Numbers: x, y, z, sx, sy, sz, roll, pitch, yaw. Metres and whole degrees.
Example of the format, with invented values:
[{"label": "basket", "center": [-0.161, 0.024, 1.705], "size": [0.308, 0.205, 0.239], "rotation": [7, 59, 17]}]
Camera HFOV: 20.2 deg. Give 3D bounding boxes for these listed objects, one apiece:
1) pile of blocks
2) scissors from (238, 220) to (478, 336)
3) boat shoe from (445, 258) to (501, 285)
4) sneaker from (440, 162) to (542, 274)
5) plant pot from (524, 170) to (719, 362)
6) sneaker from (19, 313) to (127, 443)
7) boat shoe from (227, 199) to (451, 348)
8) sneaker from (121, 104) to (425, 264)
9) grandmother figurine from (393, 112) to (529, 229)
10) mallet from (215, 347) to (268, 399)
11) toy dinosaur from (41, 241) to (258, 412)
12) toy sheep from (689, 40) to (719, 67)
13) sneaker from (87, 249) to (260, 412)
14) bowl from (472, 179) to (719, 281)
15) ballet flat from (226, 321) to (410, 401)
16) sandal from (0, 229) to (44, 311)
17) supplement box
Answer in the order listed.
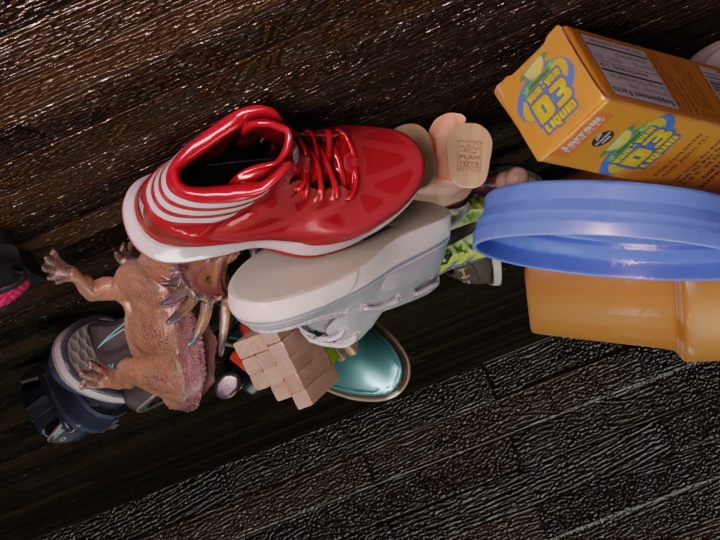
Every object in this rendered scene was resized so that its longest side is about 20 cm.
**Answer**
[{"label": "pile of blocks", "center": [-0.045, 0.019, 1.363], "size": [0.062, 0.082, 0.201], "rotation": [-20, -145, 28]}, {"label": "scissors", "center": [0.000, 0.000, 1.417], "size": [0.200, 0.073, 0.014], "rotation": [-41, 159, -30]}, {"label": "boat shoe", "center": [0.085, -0.026, 1.686], "size": [0.059, 0.072, 0.200], "rotation": [-14, 168, 0]}, {"label": "sneaker", "center": [0.054, -0.020, 1.548], "size": [0.199, 0.076, 0.076], "rotation": [-22, -156, -3]}, {"label": "plant pot", "center": [0.232, -0.016, 1.754], "size": [0.182, 0.202, 0.200], "rotation": [-5, 173, 5]}, {"label": "sneaker", "center": [-0.233, 0.093, 1.656], "size": [0.146, 0.077, 0.202], "rotation": [-26, 171, 20]}, {"label": "boat shoe", "center": [-0.007, 0.013, 1.289], "size": [0.070, 0.072, 0.200], "rotation": [15, -154, 35]}, {"label": "sneaker", "center": [-0.032, -0.054, 1.190], "size": [0.199, 0.079, 0.115], "rotation": [-17, 173, -27]}, {"label": "grandmother figurine", "center": [0.057, -0.065, 1.425], "size": [0.120, 0.061, 0.200], "rotation": [8, 173, -1]}, {"label": "mallet", "center": [-0.069, 0.059, 1.416], "size": [0.066, 0.041, 0.200], "rotation": [-47, 179, 1]}, {"label": "toy dinosaur", "center": [-0.122, 0.038, 1.329], "size": [0.135, 0.201, 0.086], "rotation": [18, -136, 30]}, {"label": "toy sheep", "center": [0.276, -0.102, 1.435], "size": [0.137, 0.139, 0.200], "rotation": [-20, -172, -1]}, {"label": "sneaker", "center": [-0.111, 0.014, 1.484], "size": [0.200, 0.079, 0.075], "rotation": [-40, 169, -9]}, {"label": "bowl", "center": [0.177, -0.026, 1.365], "size": [0.199, 0.040, 0.201], "rotation": [5, 173, 1]}, {"label": "ballet flat", "center": [-0.051, 0.046, 1.552], "size": [0.199, 0.070, 0.069], "rotation": [22, 178, 10]}, {"label": "sandal", "center": [-0.233, 0.013, 1.242], "size": [0.075, 0.045, 0.200], "rotation": [-20, 172, 4]}, {"label": "supplement box", "center": [0.178, -0.098, 1.286], "size": [0.199, 0.069, 0.067], "rotation": [8, 137, -45]}]
